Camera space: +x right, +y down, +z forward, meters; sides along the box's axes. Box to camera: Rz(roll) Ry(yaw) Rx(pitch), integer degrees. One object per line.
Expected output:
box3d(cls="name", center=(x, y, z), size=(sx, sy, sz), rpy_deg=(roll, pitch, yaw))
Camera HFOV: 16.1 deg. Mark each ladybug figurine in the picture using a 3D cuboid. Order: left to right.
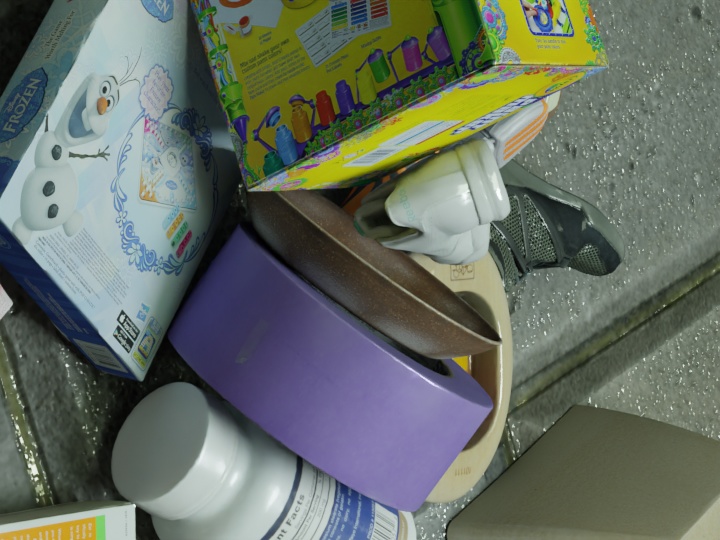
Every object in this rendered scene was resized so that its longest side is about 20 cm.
box3d(cls="ladybug figurine", center=(0.044, 0.061, 1.776), size=(0.136, 0.072, 0.201), rpy_deg=(-4, 98, -45))

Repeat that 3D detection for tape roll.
box3d(cls="tape roll", center=(-0.019, 0.060, 1.608), size=(0.200, 0.200, 0.085), rpy_deg=(29, 100, -44))

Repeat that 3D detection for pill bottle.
box3d(cls="pill bottle", center=(-0.064, 0.150, 1.624), size=(0.200, 0.111, 0.111), rpy_deg=(37, 60, -41))

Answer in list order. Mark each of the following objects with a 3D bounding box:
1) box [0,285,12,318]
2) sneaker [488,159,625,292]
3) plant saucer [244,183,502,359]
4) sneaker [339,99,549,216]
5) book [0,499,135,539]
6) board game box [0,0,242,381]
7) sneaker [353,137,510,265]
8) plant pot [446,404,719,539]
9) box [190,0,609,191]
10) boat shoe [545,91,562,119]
box3d(cls="box", center=(-0.296, 0.051, 1.372), size=(0.200, 0.102, 0.095), rpy_deg=(-54, 125, -36))
box3d(cls="sneaker", center=(0.114, -0.014, 1.876), size=(0.199, 0.076, 0.115), rpy_deg=(27, 68, -41))
box3d(cls="plant saucer", center=(0.000, 0.000, 1.609), size=(0.200, 0.200, 0.037), rpy_deg=(29, 100, -44))
box3d(cls="sneaker", center=(0.026, -0.091, 1.786), size=(0.200, 0.078, 0.112), rpy_deg=(-37, 75, -17))
box3d(cls="book", center=(-0.218, 0.214, 1.493), size=(0.200, 0.048, 0.134), rpy_deg=(-4, 92, -48))
box3d(cls="board game box", center=(-0.147, -0.068, 1.538), size=(0.199, 0.043, 0.200), rpy_deg=(-64, 147, -22))
box3d(cls="sneaker", center=(0.037, -0.038, 1.633), size=(0.088, 0.200, 0.075), rpy_deg=(-20, 82, -7))
box3d(cls="plant pot", center=(0.215, 0.228, 1.891), size=(0.200, 0.177, 0.200), rpy_deg=(-38, 115, -45))
box3d(cls="box", center=(0.012, -0.172, 1.515), size=(0.122, 0.200, 0.193), rpy_deg=(-5, 75, -51))
box3d(cls="boat shoe", center=(0.114, -0.211, 1.892), size=(0.075, 0.075, 0.203), rpy_deg=(-1, 88, -49))
